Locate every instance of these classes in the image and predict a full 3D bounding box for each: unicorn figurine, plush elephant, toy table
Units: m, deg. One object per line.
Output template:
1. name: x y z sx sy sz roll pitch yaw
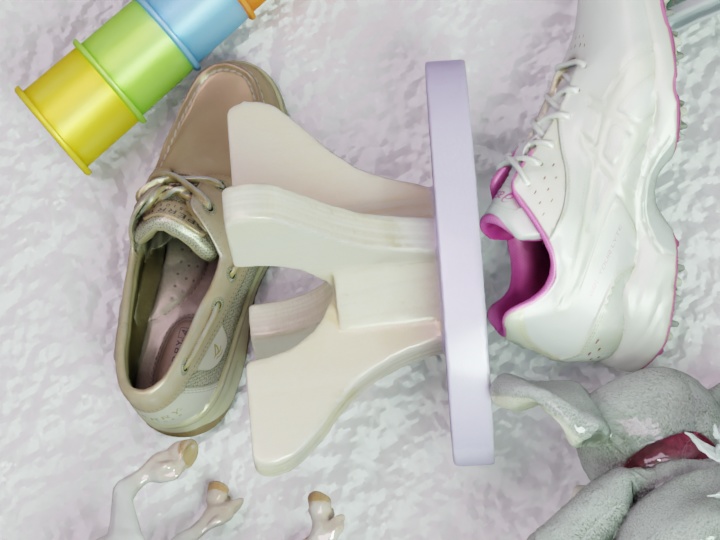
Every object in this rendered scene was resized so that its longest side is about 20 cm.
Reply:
1. unicorn figurine: -0.094 0.153 1.372 0.200 0.074 0.137 6 48 46
2. plush elephant: 0.132 0.112 1.279 0.164 0.155 0.201 11 112 -15
3. toy table: 0.000 0.000 1.356 0.117 0.184 0.201 -5 55 1

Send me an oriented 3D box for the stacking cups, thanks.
1. stacking cups: -0.084 -0.133 1.487 0.200 0.061 0.061 -39 63 -2

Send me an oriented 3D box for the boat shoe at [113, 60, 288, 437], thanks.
1. boat shoe: -0.082 -0.020 1.440 0.072 0.065 0.201 5 71 21

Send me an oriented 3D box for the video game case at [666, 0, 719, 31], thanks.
1. video game case: 0.179 -0.193 1.366 0.200 0.018 0.144 -20 59 56

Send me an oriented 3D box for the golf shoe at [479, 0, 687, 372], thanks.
1. golf shoe: 0.103 -0.053 1.348 0.091 0.075 0.201 2 84 -15
